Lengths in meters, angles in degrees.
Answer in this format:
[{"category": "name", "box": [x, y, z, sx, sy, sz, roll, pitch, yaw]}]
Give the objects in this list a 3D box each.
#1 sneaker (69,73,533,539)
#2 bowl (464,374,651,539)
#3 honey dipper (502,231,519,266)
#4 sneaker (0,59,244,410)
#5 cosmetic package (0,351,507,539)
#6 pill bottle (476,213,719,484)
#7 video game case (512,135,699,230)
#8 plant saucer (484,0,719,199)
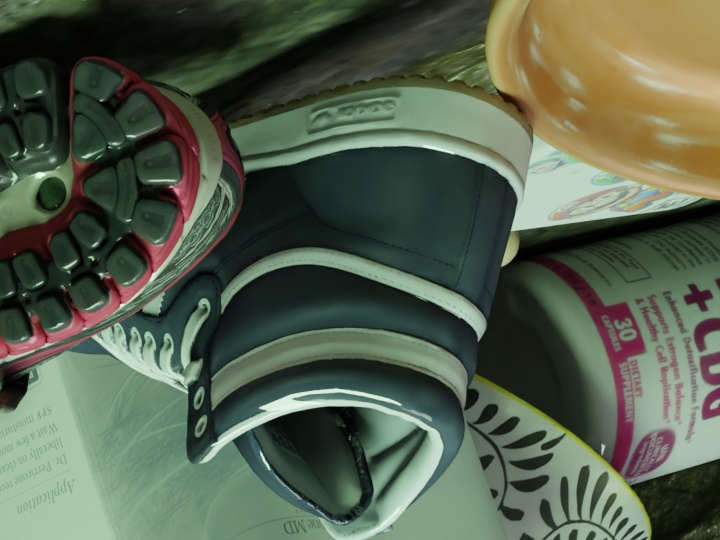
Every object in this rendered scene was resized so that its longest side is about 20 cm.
[{"category": "sneaker", "box": [-0.041, 0.021, 0.703, 0.070, 0.109, 0.200, 29, 149, -36]}, {"category": "bowl", "box": [0.019, 0.116, 1.130, 0.094, 0.201, 0.201, -61, -174, -20]}, {"category": "honey dipper", "box": [0.002, -0.003, 0.954, 0.038, 0.038, 0.200, -24, 171, 32]}, {"category": "sneaker", "box": [-0.119, 0.013, 0.644, 0.200, 0.081, 0.075, -21, 173, 16]}, {"category": "cosmetic package", "box": [-0.054, 0.104, 0.954, 0.123, 0.200, 0.199, -26, 168, 40]}, {"category": "pill bottle", "box": [0.155, 0.034, 1.201, 0.200, 0.113, 0.113, -13, 169, -30]}, {"category": "video game case", "box": [0.121, -0.057, 0.900, 0.182, 0.024, 0.200, -9, 167, -44]}, {"category": "plant saucer", "box": [0.131, -0.071, 0.641, 0.200, 0.037, 0.200, 0, 158, 0]}]
